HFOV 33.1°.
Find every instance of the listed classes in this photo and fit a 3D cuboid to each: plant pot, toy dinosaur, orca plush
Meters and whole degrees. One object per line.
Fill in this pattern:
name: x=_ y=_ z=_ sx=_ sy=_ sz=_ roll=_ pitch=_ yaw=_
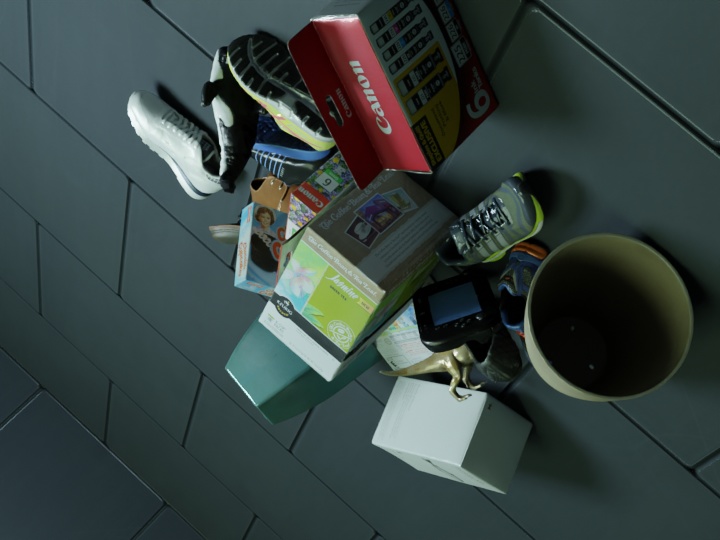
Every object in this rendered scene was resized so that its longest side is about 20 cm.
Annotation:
plant pot: x=0.267 y=0.077 z=1.422 sx=0.187 sy=0.187 sz=0.200 roll=41 pitch=165 yaw=8
plant pot: x=-0.098 y=0.130 z=1.875 sx=0.141 sy=0.200 sz=0.142 roll=46 pitch=173 yaw=28
toy dinosaur: x=0.135 y=0.128 z=1.706 sx=0.199 sy=0.058 sz=0.102 roll=-30 pitch=89 yaw=22
orca plush: x=-0.160 y=-0.209 z=1.630 sx=0.071 sy=0.202 sz=0.105 roll=-9 pitch=153 yaw=32

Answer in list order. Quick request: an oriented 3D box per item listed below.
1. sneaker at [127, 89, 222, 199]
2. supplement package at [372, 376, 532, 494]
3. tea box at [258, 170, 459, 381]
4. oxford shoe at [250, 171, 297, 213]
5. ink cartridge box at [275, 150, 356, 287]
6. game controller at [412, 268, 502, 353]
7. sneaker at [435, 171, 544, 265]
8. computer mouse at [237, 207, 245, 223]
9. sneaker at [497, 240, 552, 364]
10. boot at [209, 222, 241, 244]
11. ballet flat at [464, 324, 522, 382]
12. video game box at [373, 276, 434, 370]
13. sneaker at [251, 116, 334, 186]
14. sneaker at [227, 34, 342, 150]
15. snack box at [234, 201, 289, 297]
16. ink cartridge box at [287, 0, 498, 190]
sneaker: x=-0.276 y=-0.206 z=1.880 sx=0.200 sy=0.077 sz=0.080 roll=48 pitch=141 yaw=-15
supplement package: x=0.136 y=0.245 z=1.826 sx=0.117 sy=0.118 sz=0.199 roll=35 pitch=161 yaw=-35
tea box: x=0.000 y=0.000 z=1.583 sx=0.133 sy=0.200 sz=0.197 roll=39 pitch=135 yaw=10
oxford shoe: x=-0.105 y=-0.112 z=1.766 sx=0.199 sy=0.071 sz=0.072 roll=0 pitch=121 yaw=54
ink cartridge box: x=-0.057 y=-0.079 z=1.601 sx=0.050 sy=0.200 sz=0.109 roll=38 pitch=151 yaw=14
game controller: x=0.121 y=0.049 z=1.548 sx=0.200 sy=0.103 sz=0.042 roll=-95 pitch=-6 yaw=-72
sneaker: x=0.155 y=-0.051 z=1.462 sx=0.074 sy=0.080 sz=0.200 roll=61 pitch=154 yaw=14
computer mouse: x=-0.146 y=-0.030 z=1.938 sx=0.109 sy=0.044 sz=0.200 roll=27 pitch=157 yaw=5
sneaker: x=0.211 y=0.056 z=1.550 sx=0.075 sy=0.078 sz=0.201 roll=19 pitch=142 yaw=40
boot: x=-0.133 y=-0.018 z=1.809 sx=0.198 sy=0.098 sz=0.075 roll=7 pitch=-173 yaw=8
ballet flat: x=0.158 y=0.079 z=1.608 sx=0.057 sy=0.067 sz=0.200 roll=36 pitch=-170 yaw=-30
video game box: x=0.064 y=0.068 z=1.798 sx=0.183 sy=0.047 sz=0.200 roll=50 pitch=151 yaw=-13
sneaker: x=-0.115 y=-0.161 z=1.710 sx=0.199 sy=0.070 sz=0.078 roll=20 pitch=136 yaw=38
sneaker: x=-0.103 y=-0.227 z=1.603 sx=0.200 sy=0.078 sz=0.090 roll=45 pitch=162 yaw=9
snack box: x=-0.080 y=-0.011 z=1.709 sx=0.199 sy=0.117 sz=0.037 roll=18 pitch=154 yaw=-31
ink cartridge box: x=0.038 y=-0.212 z=1.323 sx=0.083 sy=0.176 sz=0.201 roll=8 pitch=136 yaw=48
